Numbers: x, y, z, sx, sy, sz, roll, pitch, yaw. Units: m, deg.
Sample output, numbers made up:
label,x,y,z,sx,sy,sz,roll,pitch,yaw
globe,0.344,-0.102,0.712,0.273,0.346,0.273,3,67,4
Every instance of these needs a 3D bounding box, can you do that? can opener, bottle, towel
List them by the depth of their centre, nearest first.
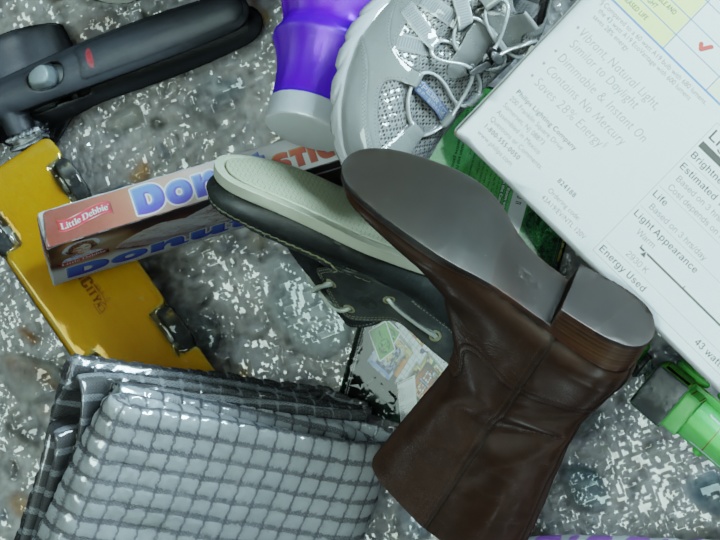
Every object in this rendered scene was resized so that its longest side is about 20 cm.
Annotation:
label,x,y,z,sx,sy,sz,roll,pitch,yaw
bottle,-0.002,-0.165,1.248,0.083,0.065,0.200,16,72,7
towel,-0.096,0.137,1.261,0.086,0.200,0.166,47,120,53
can opener,-0.154,-0.122,1.335,0.200,0.063,0.079,-16,87,18

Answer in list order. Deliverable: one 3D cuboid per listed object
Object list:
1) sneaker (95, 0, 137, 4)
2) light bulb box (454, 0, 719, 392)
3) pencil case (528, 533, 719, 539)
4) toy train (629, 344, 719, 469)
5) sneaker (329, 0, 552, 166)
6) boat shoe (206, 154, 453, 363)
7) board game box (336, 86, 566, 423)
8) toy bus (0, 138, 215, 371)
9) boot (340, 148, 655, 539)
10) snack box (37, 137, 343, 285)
label,x,y,z,sx,sy,sz,roll,pitch,yaw
sneaker,-0.113,-0.203,1.269,0.200,0.089,0.077,-10,61,39
light bulb box,0.192,-0.077,1.184,0.198,0.125,0.200,45,101,5
pencil case,0.162,0.188,1.237,0.199,0.086,0.084,-2,110,20
toy train,0.179,0.075,1.242,0.200,0.056,0.042,40,103,13
sneaker,0.053,-0.128,1.193,0.082,0.075,0.200,15,72,45
boat shoe,0.000,0.000,1.229,0.200,0.072,0.068,26,109,-20
board game box,0.061,-0.005,1.294,0.105,0.023,0.200,18,97,17
toy bus,-0.150,0.023,1.327,0.065,0.078,0.200,-35,81,-7
boot,0.038,0.052,1.193,0.186,0.064,0.200,35,134,7
snack box,-0.081,-0.040,1.268,0.200,0.072,0.024,-17,76,-9
